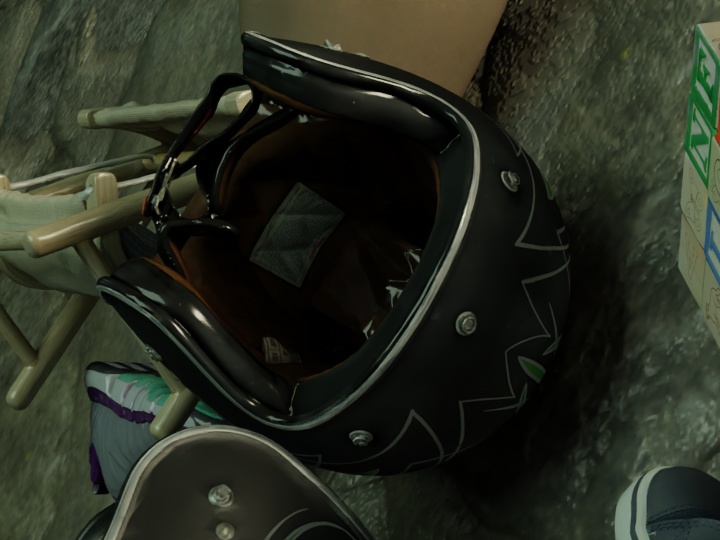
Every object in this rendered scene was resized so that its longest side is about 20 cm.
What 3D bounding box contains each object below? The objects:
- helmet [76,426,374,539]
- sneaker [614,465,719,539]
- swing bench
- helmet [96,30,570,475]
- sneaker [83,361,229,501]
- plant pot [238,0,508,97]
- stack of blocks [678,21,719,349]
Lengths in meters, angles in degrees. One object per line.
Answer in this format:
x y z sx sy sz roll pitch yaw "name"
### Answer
-0.089 0.178 0.822 0.191 0.200 0.200 -46 22 -28 "helmet"
0.153 0.135 0.641 0.079 0.078 0.200 -49 43 31 "sneaker"
-0.112 -0.023 1.060 0.200 0.130 0.199 -41 21 -26 "swing bench"
0.000 0.000 0.876 0.200 0.191 0.200 -59 -7 -12 "helmet"
-0.100 0.105 1.086 0.200 0.074 0.088 12 97 63 "sneaker"
0.010 -0.172 1.026 0.200 0.200 0.175 9 88 59 "plant pot"
0.160 -0.048 0.678 0.115 0.059 0.200 -106 9 -50 "stack of blocks"
